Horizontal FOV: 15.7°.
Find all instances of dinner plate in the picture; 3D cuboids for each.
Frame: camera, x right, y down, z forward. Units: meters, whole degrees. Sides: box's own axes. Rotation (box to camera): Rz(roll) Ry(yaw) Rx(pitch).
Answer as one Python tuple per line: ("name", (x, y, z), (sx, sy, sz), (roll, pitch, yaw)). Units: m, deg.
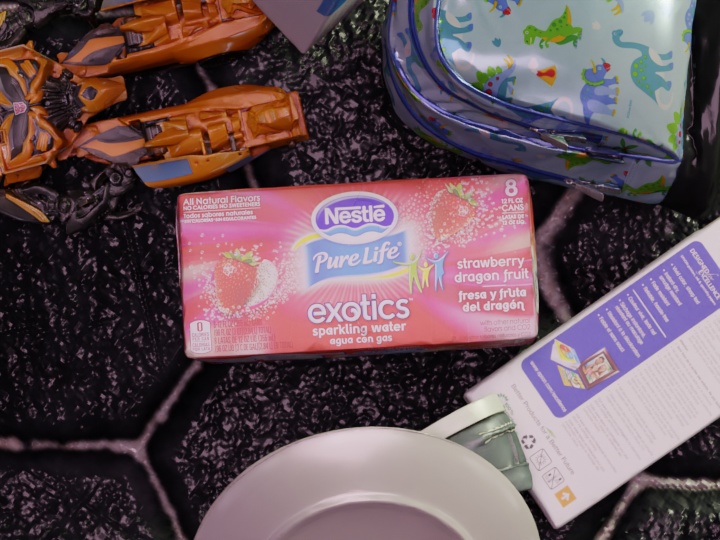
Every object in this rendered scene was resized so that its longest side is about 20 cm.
("dinner plate", (0.003, 0.175, 1.454), (0.199, 0.024, 0.201), (-2, 120, -3))

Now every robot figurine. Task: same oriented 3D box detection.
("robot figurine", (-0.137, -0.104, 1.509), (0.199, 0.058, 0.146), (-13, 84, 1))

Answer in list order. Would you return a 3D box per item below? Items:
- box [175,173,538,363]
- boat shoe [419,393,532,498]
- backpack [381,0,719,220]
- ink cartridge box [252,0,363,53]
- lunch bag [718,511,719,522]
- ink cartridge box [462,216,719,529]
("box", (0.000, 0.000, 1.478), (0.199, 0.100, 0.096), (-3, 87, 3))
("boat shoe", (0.007, 0.145, 1.474), (0.200, 0.073, 0.062), (-33, 83, 9))
("backpack", (0.110, -0.126, 1.461), (0.199, 0.154, 0.164), (10, 82, 10))
("ink cartridge box", (0.024, -0.230, 1.442), (0.200, 0.145, 0.084), (-43, 88, -19))
("lunch bag", (0.286, 0.166, 1.408), (0.122, 0.200, 0.171), (-40, 85, 0))
("ink cartridge box", (0.166, 0.054, 1.501), (0.200, 0.037, 0.095), (-35, 86, 2))
